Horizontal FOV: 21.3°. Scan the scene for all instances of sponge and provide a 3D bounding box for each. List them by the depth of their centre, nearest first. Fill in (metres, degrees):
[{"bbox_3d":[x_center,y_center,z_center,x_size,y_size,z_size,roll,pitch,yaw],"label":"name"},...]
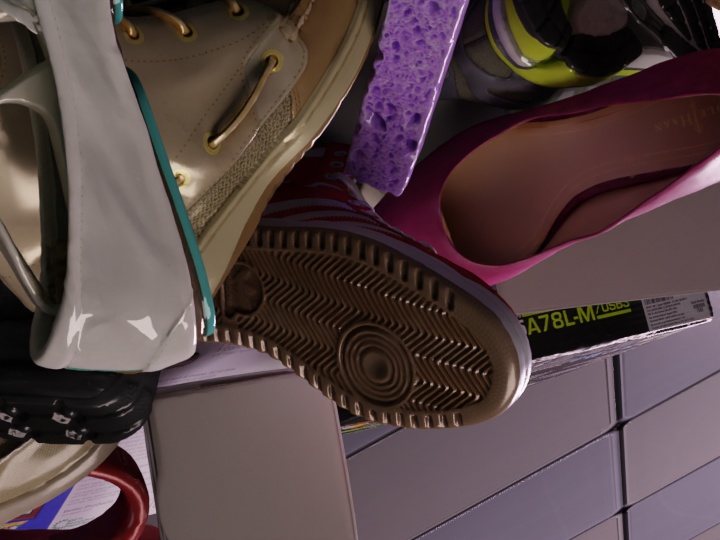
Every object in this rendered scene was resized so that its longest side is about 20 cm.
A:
[{"bbox_3d":[0.034,-0.126,0.685,0.030,0.112,0.201,18,147,0],"label":"sponge"}]

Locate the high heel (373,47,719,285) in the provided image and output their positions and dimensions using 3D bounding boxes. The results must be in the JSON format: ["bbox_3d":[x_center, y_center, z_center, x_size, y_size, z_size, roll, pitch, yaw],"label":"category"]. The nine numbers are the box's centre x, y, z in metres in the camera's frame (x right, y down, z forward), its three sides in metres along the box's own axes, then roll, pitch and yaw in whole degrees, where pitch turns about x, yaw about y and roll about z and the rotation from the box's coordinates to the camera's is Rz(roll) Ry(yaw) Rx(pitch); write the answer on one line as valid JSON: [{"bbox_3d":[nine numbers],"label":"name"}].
[{"bbox_3d":[0.075,-0.038,0.777,0.199,0.068,0.096,-28,180,15],"label":"high heel"}]

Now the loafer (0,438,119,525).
[{"bbox_3d":[-0.167,0.068,0.790,0.200,0.076,0.068,-42,139,3],"label":"loafer"}]

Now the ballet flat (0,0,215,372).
[{"bbox_3d":[-0.095,-0.063,0.568,0.069,0.202,0.069,-12,-171,2],"label":"ballet flat"}]

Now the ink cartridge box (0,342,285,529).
[{"bbox_3d":[-0.137,0.072,0.957,0.196,0.047,0.200,-7,146,-37],"label":"ink cartridge box"}]

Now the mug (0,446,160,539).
[{"bbox_3d":[-0.193,0.160,0.910,0.198,0.180,0.133,8,177,-26],"label":"mug"}]

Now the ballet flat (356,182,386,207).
[{"bbox_3d":[-0.035,-0.019,0.878,0.199,0.069,0.072,-12,132,-34],"label":"ballet flat"}]

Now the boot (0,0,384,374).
[{"bbox_3d":[-0.085,-0.085,0.650,0.155,0.073,0.201,36,81,-36],"label":"boot"}]

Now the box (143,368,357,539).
[{"bbox_3d":[-0.047,0.095,0.842,0.077,0.096,0.200,-9,176,-3],"label":"box"}]

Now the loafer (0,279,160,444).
[{"bbox_3d":[-0.173,0.024,0.739,0.198,0.071,0.068,3,153,5],"label":"loafer"}]

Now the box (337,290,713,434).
[{"bbox_3d":[0.061,0.047,1.058,0.199,0.048,0.193,-10,173,-37],"label":"box"}]

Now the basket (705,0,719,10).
[{"bbox_3d":[0.184,-0.189,0.639,0.199,0.143,0.149,-29,161,-30],"label":"basket"}]

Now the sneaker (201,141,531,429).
[{"bbox_3d":[0.000,0.000,0.753,0.112,0.199,0.072,-23,122,-50],"label":"sneaker"}]

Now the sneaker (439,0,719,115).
[{"bbox_3d":[0.100,-0.105,0.861,0.080,0.075,0.199,-19,169,37],"label":"sneaker"}]

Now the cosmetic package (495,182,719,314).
[{"bbox_3d":[0.163,-0.038,0.898,0.198,0.091,0.107,-10,-172,34],"label":"cosmetic package"}]
